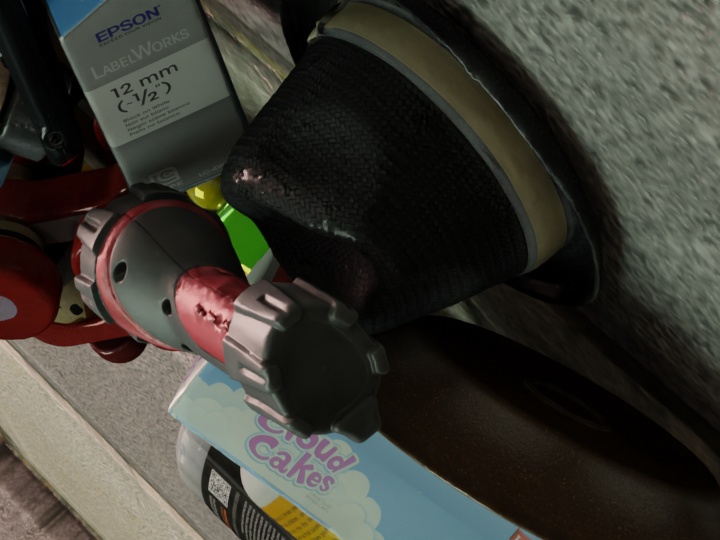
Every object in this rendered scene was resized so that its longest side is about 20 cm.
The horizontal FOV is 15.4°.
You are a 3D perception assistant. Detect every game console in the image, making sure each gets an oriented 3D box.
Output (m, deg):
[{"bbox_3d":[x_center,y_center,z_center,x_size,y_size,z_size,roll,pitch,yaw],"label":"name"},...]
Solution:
[{"bbox_3d":[-0.173,-0.163,1.116,0.177,0.031,0.200,-112,1,-48],"label":"game console"}]

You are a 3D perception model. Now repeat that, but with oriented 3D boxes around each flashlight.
[{"bbox_3d":[-0.056,0.013,1.072,0.200,0.067,0.068,-155,71,-64],"label":"flashlight"}]

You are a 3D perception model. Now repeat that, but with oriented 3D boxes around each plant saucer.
[{"bbox_3d":[0.079,0.069,1.114,0.200,0.037,0.200,28,-170,-5],"label":"plant saucer"}]

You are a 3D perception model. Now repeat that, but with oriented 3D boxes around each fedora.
[{"bbox_3d":[0.007,-0.032,1.077,0.201,0.092,0.201,45,167,14],"label":"fedora"}]

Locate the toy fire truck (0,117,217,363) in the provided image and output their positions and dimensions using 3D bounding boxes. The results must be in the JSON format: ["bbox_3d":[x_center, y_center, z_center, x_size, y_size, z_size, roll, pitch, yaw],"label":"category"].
[{"bbox_3d":[-0.126,-0.005,1.404,0.199,0.112,0.168,-12,141,22],"label":"toy fire truck"}]

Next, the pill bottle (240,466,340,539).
[{"bbox_3d":[0.012,0.099,1.338,0.200,0.113,0.113,42,167,-4],"label":"pill bottle"}]

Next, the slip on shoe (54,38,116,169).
[{"bbox_3d":[-0.166,-0.125,1.420,0.061,0.076,0.200,31,166,50],"label":"slip on shoe"}]

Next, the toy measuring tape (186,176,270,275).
[{"bbox_3d":[0.000,0.000,1.290,0.200,0.074,0.074,34,171,-16],"label":"toy measuring tape"}]

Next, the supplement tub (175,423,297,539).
[{"bbox_3d":[0.000,0.132,1.496,0.200,0.122,0.123,42,165,30],"label":"supplement tub"}]

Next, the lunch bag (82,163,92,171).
[{"bbox_3d":[-0.174,-0.028,1.576,0.200,0.127,0.170,27,175,-21],"label":"lunch bag"}]

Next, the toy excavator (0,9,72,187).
[{"bbox_3d":[-0.227,-0.062,1.289,0.100,0.200,0.195,19,-152,-20],"label":"toy excavator"}]

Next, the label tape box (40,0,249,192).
[{"bbox_3d":[-0.114,-0.141,1.128,0.200,0.066,0.144,67,178,-58],"label":"label tape box"}]

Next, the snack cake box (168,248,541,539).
[{"bbox_3d":[0.020,0.078,1.207,0.200,0.067,0.115,36,-157,-5],"label":"snack cake box"}]
